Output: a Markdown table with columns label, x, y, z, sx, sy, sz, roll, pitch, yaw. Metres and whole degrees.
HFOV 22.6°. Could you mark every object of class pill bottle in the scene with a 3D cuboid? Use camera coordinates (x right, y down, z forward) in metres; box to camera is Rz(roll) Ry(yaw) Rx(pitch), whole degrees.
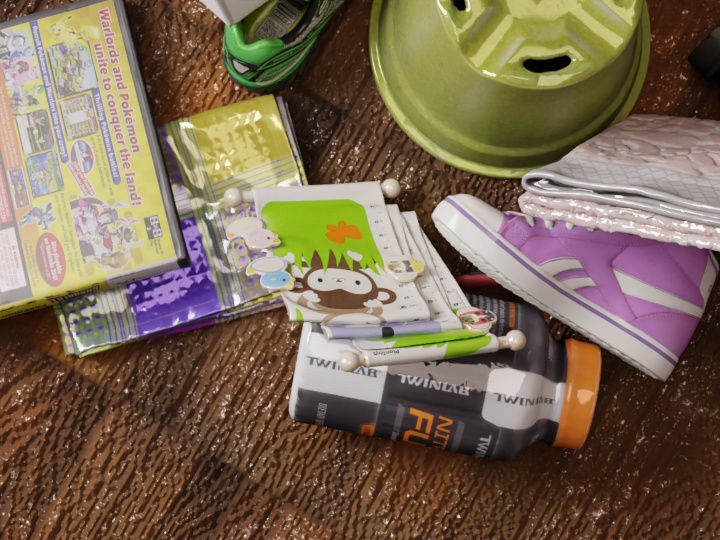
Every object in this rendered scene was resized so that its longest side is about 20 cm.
| label | x | y | z | sx | sy | sz | roll | pitch | yaw |
| --- | --- | --- | --- | --- | --- | --- | --- | --- | --- |
| pill bottle | 0.057 | 0.066 | 1.194 | 0.198 | 0.106 | 0.107 | 11 | 87 | 0 |

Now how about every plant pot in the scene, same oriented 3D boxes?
| label | x | y | z | sx | sy | sz | roll | pitch | yaw |
| --- | --- | --- | --- | --- | --- | --- | --- | --- | --- |
| plant pot | 0.106 | -0.168 | 1.168 | 0.198 | 0.184 | 0.203 | 0 | 88 | -1 |

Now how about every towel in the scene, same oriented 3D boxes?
| label | x | y | z | sx | sy | sz | roll | pitch | yaw |
| --- | --- | --- | --- | --- | --- | --- | --- | --- | --- |
| towel | 0.224 | -0.058 | 1.127 | 0.198 | 0.191 | 0.033 | 13 | 113 | 30 |
| towel | -0.124 | -0.031 | 1.238 | 0.198 | 0.023 | 0.145 | -15 | 88 | -2 |

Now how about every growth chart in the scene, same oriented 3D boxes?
| label | x | y | z | sx | sy | sz | roll | pitch | yaw |
| --- | --- | --- | --- | --- | --- | --- | --- | --- | --- |
| growth chart | 0.000 | 0.000 | 1.163 | 0.143 | 0.200 | 0.018 | -10 | 131 | -24 |

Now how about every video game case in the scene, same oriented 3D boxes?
| label | x | y | z | sx | sy | sz | roll | pitch | yaw |
| --- | --- | --- | --- | --- | --- | --- | --- | --- | --- |
| video game case | -0.225 | -0.074 | 1.218 | 0.179 | 0.026 | 0.202 | -15 | 75 | -1 |

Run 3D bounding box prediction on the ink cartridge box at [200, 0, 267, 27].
| label | x | y | z | sx | sy | sz | roll | pitch | yaw |
| --- | --- | --- | --- | --- | --- | --- | --- | --- | --- |
| ink cartridge box | -0.046 | -0.272 | 1.124 | 0.199 | 0.146 | 0.085 | -35 | 52 | -5 |

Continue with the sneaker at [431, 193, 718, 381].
| label | x | y | z | sx | sy | sz | roll | pitch | yaw |
| --- | --- | --- | --- | --- | --- | --- | --- | --- | --- |
| sneaker | 0.147 | -0.023 | 1.182 | 0.199 | 0.073 | 0.115 | 30 | 91 | -21 |

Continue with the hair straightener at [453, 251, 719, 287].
| label | x | y | z | sx | sy | sz | roll | pitch | yaw |
| --- | --- | --- | --- | --- | --- | --- | --- | --- | --- |
| hair straightener | 0.160 | -0.029 | 1.233 | 0.198 | 0.041 | 0.078 | -1 | 87 | -1 |

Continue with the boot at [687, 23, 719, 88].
| label | x | y | z | sx | sy | sz | roll | pitch | yaw |
| --- | --- | --- | --- | --- | --- | --- | --- | --- | --- |
| boot | 0.345 | -0.151 | 1.221 | 0.211 | 0.079 | 0.158 | -43 | 82 | 8 |

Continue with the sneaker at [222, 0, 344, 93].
| label | x | y | z | sx | sy | sz | roll | pitch | yaw |
| --- | --- | --- | --- | --- | --- | --- | --- | --- | --- |
| sneaker | -0.026 | -0.213 | 1.218 | 0.078 | 0.085 | 0.201 | 29 | 87 | 0 |
